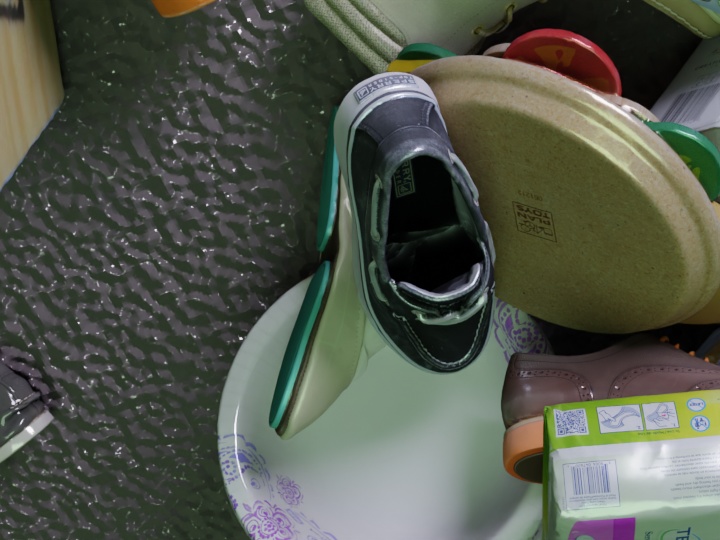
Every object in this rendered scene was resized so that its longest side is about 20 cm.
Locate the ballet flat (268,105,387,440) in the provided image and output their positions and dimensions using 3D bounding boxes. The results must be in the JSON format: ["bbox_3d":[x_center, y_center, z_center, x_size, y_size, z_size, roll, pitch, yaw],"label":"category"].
[{"bbox_3d":[0.000,0.000,0.942,0.069,0.070,0.201,11,74,1],"label":"ballet flat"}]

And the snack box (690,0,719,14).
[{"bbox_3d":[0.176,-0.201,0.827,0.199,0.143,0.053,23,156,-6],"label":"snack box"}]

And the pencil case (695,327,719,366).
[{"bbox_3d":[0.175,0.118,0.991,0.200,0.083,0.091,-42,71,25],"label":"pencil case"}]

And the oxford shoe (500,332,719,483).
[{"bbox_3d":[0.172,0.063,0.894,0.198,0.073,0.071,-3,150,2],"label":"oxford shoe"}]

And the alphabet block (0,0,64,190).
[{"bbox_3d":[-0.276,-0.144,0.880,0.194,0.197,0.201,-2,117,6],"label":"alphabet block"}]

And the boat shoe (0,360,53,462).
[{"bbox_3d":[-0.283,0.127,1.102,0.200,0.067,0.057,-36,92,17],"label":"boat shoe"}]

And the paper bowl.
[{"bbox_3d":[0.024,0.098,0.990,0.199,0.104,0.202,-3,72,11],"label":"paper bowl"}]

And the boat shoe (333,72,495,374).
[{"bbox_3d":[0.036,-0.004,0.848,0.071,0.068,0.201,-19,137,-7],"label":"boat shoe"}]

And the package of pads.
[{"bbox_3d":[0.170,0.131,0.865,0.153,0.069,0.200,-6,148,3],"label":"package of pads"}]

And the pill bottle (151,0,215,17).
[{"bbox_3d":[-0.118,-0.230,0.865,0.106,0.106,0.201,-21,113,17],"label":"pill bottle"}]

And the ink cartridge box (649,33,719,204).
[{"bbox_3d":[0.264,-0.057,0.904,0.200,0.176,0.084,47,155,-17],"label":"ink cartridge box"}]

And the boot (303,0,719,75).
[{"bbox_3d":[0.084,-0.145,0.905,0.199,0.072,0.155,33,116,-4],"label":"boot"}]

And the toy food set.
[{"bbox_3d":[0.099,-0.042,0.867,0.199,0.049,0.198,8,143,40],"label":"toy food set"}]
